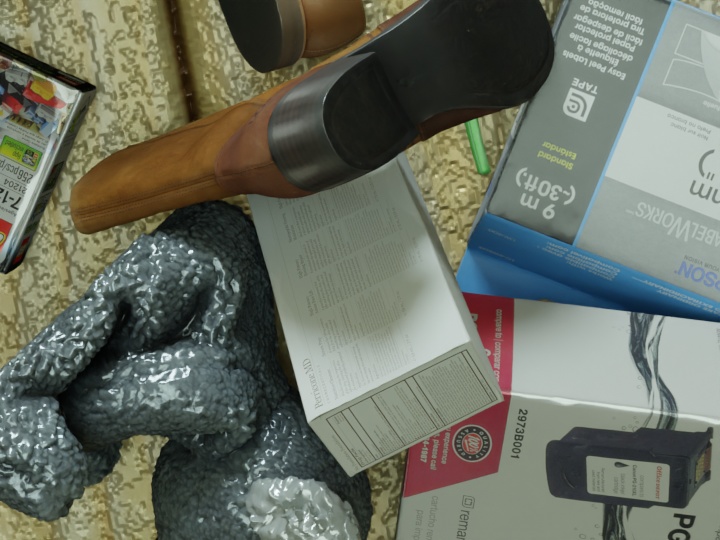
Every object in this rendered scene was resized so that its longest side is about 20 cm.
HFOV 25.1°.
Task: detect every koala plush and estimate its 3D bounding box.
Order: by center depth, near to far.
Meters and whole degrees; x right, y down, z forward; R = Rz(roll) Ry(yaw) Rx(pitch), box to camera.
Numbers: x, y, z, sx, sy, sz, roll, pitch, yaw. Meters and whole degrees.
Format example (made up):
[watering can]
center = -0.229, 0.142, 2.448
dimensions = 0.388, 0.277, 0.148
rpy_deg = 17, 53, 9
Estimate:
[koala plush]
center = -0.070, 0.087, 0.821
dimensions = 0.200, 0.177, 0.184
rpy_deg = 44, 88, 0

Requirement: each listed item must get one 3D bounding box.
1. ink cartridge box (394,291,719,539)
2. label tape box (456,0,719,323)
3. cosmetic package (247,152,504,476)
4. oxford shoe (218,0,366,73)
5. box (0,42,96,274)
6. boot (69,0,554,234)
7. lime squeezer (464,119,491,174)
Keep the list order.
[ink cartridge box]
center = 0.123, 0.100, 0.828
dimensions = 0.199, 0.084, 0.145
rpy_deg = 7, 125, 2
[label tape box]
center = 0.142, -0.038, 0.836
dimensions = 0.144, 0.063, 0.201
rpy_deg = 21, 100, 0
[cosmetic package]
center = 0.000, 0.000, 0.788
dimensions = 0.082, 0.200, 0.051
rpy_deg = -25, 132, 7
[oxford shoe]
center = -0.050, -0.203, 0.828
dimensions = 0.071, 0.071, 0.201
rpy_deg = -18, 91, -30
[box]
center = -0.255, -0.091, 0.866
dimensions = 0.199, 0.035, 0.110
rpy_deg = 25, 100, -1
[boot]
center = -0.022, -0.074, 0.793
dimensions = 0.200, 0.188, 0.069
rpy_deg = -12, 114, 48
[lime squeezer]
center = 0.070, -0.154, 0.838
dimensions = 0.070, 0.038, 0.201
rpy_deg = 18, 100, -19
